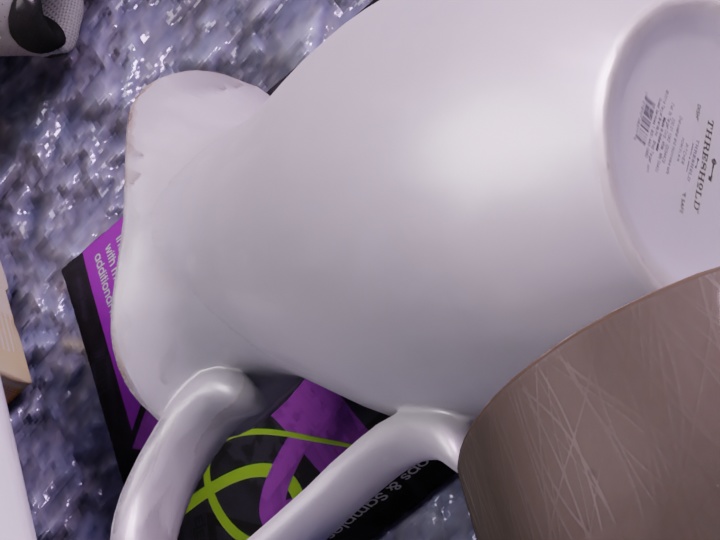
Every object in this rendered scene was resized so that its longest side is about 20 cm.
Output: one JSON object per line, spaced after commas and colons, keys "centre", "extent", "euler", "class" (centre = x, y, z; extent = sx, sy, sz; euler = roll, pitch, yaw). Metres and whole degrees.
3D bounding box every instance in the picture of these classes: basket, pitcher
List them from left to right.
{"centre": [0.013, 0.009, 0.747], "extent": [0.200, 0.121, 0.172], "euler": [-11, 60, 47], "class": "pitcher"}
{"centre": [0.107, 0.108, 0.592], "extent": [0.136, 0.180, 0.201], "euler": [-38, 60, 31], "class": "basket"}

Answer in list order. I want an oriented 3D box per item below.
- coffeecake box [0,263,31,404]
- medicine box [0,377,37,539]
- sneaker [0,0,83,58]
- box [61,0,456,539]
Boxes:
{"centre": [-0.239, 0.051, 0.991], "extent": [0.200, 0.153, 0.073], "euler": [-42, 46, 22], "class": "coffeecake box"}
{"centre": [-0.156, 0.104, 0.863], "extent": [0.183, 0.102, 0.201], "euler": [101, 157, -51], "class": "medicine box"}
{"centre": [-0.166, -0.086, 0.996], "extent": [0.115, 0.075, 0.200], "euler": [17, 50, 36], "class": "sneaker"}
{"centre": [0.000, 0.000, 0.870], "extent": [0.200, 0.036, 0.143], "euler": [-39, 50, 23], "class": "box"}
